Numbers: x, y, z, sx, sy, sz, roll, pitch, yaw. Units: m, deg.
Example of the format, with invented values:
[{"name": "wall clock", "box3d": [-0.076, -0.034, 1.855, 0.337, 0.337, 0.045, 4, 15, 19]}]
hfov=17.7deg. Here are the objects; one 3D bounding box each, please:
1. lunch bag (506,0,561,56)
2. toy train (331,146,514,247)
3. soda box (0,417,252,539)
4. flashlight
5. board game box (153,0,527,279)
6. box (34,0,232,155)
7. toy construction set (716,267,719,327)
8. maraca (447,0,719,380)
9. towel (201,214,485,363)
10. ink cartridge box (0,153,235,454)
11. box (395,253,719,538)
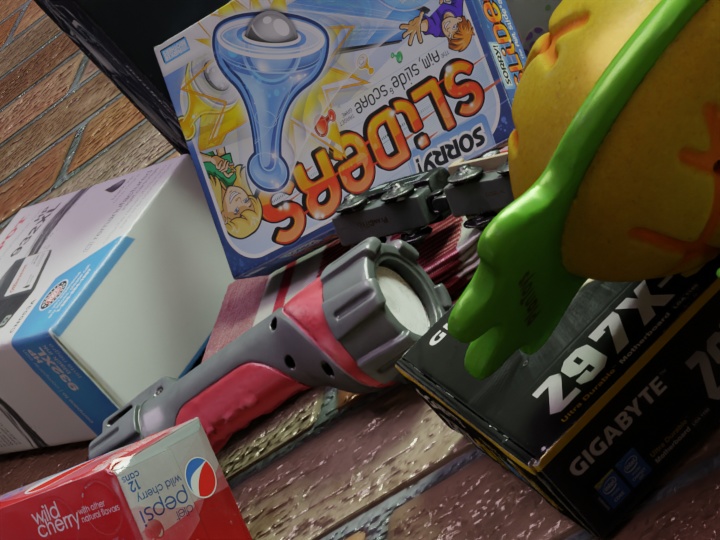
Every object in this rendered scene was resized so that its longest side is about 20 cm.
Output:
[{"name": "lunch bag", "box3d": [0.090, -0.229, 1.332, 0.170, 0.127, 0.200, -44, 30, 2]}, {"name": "toy train", "box3d": [0.074, -0.042, 1.086, 0.199, 0.034, 0.046, -13, 16, 36]}, {"name": "soda box", "box3d": [-0.144, 0.135, 1.102, 0.199, 0.070, 0.063, -23, 1, 44]}, {"name": "flashlight", "box3d": [-0.046, 0.060, 1.109, 0.200, 0.068, 0.068, -37, 12, 28]}, {"name": "board game box", "box3d": [-0.008, -0.094, 1.188, 0.199, 0.136, 0.034, -27, -11, 35]}, {"name": "box", "box3d": [-0.090, -0.134, 1.363, 0.104, 0.200, 0.182, -45, 20, -5]}, {"name": "toy construction set", "box3d": [0.203, -0.026, 0.780, 0.199, 0.092, 0.131, -34, -3, 2]}, {"name": "maraca", "box3d": [0.100, -0.045, 0.837, 0.107, 0.137, 0.200, 37, 81, 24]}, {"name": "towel", "box3d": [0.000, 0.000, 1.196, 0.199, 0.023, 0.144, -32, 22, 23]}, {"name": "ink cartridge box", "box3d": [-0.165, 0.024, 1.355, 0.199, 0.084, 0.145, -13, 36, 53]}, {"name": "box", "box3d": [0.121, 0.002, 0.936, 0.200, 0.049, 0.160, -44, 23, -4]}]
